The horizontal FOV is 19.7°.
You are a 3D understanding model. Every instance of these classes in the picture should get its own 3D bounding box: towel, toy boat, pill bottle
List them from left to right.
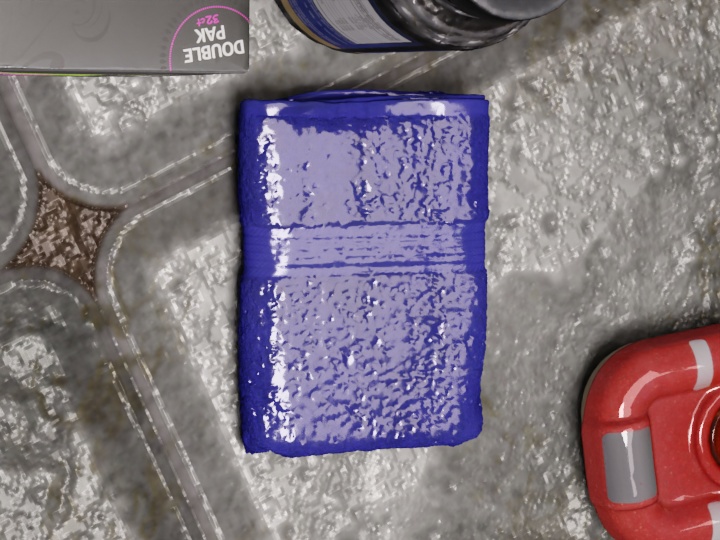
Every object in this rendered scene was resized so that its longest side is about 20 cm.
[{"bbox_3d":[0.000,0.000,1.155,0.147,0.050,0.202,-2,96,-18],"label":"towel"},{"bbox_3d":[0.034,-0.169,1.067,0.111,0.200,0.113,-2,96,-25],"label":"pill bottle"},{"bbox_3d":[0.236,0.099,1.218,0.199,0.131,0.131,-11,100,-16],"label":"toy boat"}]

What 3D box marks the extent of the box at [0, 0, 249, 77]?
[{"bbox_3d":[-0.140,-0.197,1.024,0.148,0.124,0.202,-1,96,-24],"label":"box"}]
